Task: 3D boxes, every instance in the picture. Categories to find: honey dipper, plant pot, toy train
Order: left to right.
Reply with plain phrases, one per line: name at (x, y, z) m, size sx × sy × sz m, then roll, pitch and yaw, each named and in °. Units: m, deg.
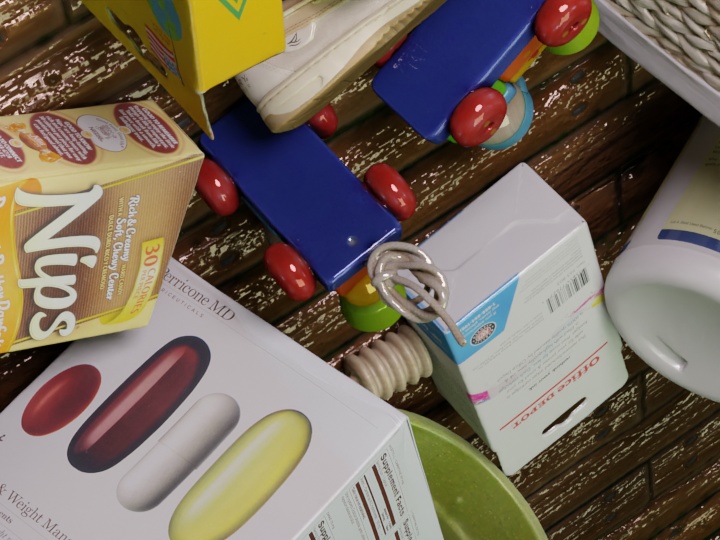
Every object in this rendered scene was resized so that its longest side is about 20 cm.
honey dipper at (-0.046, 0.096, 1.463) m, size 0.200 × 0.038 × 0.038 m, roll -30°, pitch 145°, yaw -18°
plant pot at (-0.003, 0.225, 1.532) m, size 0.200 × 0.200 × 0.190 m, roll 0°, pitch 142°, yaw -46°
toy train at (0.000, 0.000, 1.258) m, size 0.085 × 0.200 × 0.116 m, roll -39°, pitch 151°, yaw -7°
toy train at (0.103, -0.153, 1.296) m, size 0.200 × 0.085 × 0.116 m, roll -50°, pitch 157°, yaw 9°

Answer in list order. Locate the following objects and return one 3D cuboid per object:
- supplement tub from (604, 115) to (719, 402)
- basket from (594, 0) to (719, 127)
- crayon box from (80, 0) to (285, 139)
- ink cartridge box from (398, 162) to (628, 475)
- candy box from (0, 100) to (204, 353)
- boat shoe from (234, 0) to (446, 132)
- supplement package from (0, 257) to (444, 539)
supplement tub at (0.260, -0.028, 1.505) m, size 0.200 × 0.145 × 0.145 m, roll -56°, pitch 154°, yaw -26°
basket at (0.231, -0.169, 1.319) m, size 0.135 × 0.200 × 0.123 m, roll -31°, pitch 139°, yaw -18°
crayon box at (-0.090, -0.169, 1.038) m, size 0.051 × 0.127 × 0.200 m, roll -29°, pitch 146°, yaw -20°
ink cartridge box at (0.099, 0.037, 1.520) m, size 0.115 × 0.068 × 0.200 m, roll -38°, pitch 146°, yaw -10°
candy box at (-0.185, -0.016, 1.172) m, size 0.200 × 0.055 × 0.116 m, roll -10°, pitch 134°, yaw -39°
boat shoe at (0.011, -0.158, 1.207) m, size 0.200 × 0.069 × 0.074 m, roll -41°, pitch 178°, yaw 1°
supplement package at (-0.095, 0.139, 1.286) m, size 0.200 × 0.191 × 0.147 m, roll -46°, pitch 149°, yaw -21°
